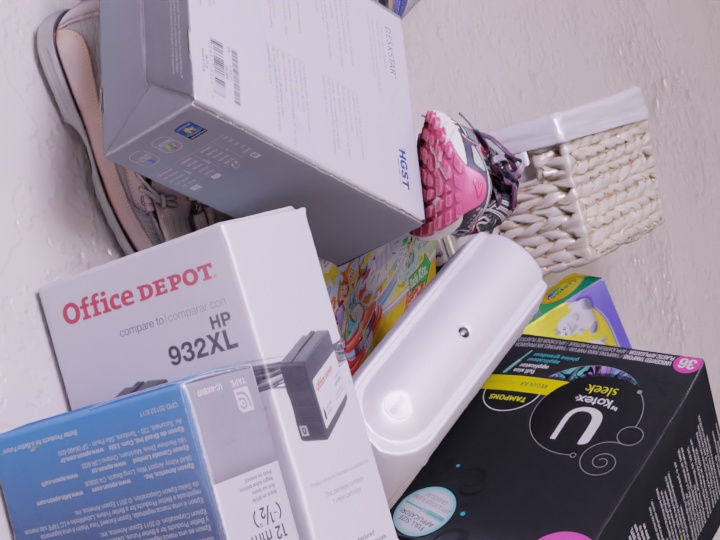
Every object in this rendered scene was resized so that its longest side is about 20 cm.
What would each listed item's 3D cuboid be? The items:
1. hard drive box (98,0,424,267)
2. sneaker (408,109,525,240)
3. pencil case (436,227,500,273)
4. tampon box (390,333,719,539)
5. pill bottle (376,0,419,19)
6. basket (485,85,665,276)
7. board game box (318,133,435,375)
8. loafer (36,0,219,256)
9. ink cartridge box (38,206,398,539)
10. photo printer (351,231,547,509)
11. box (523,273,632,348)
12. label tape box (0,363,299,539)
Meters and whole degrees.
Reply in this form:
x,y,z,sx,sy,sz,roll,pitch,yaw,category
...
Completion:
x,y,z,sx,sy,sz,roll,pitch,yaw,category
-0.057,-0.112,0.994,0.199,0.076,0.157,25,49,-43,hard drive box
0.070,-0.060,1.084,0.200,0.074,0.082,-70,168,-84,sneaker
0.081,-0.005,1.296,0.089,0.077,0.202,-68,138,-80,pencil case
0.134,0.159,1.101,0.200,0.149,0.127,-50,132,-38,tampon box
0.000,-0.234,1.244,0.113,0.111,0.200,62,33,-18,pill bottle
0.161,-0.069,1.398,0.200,0.135,0.125,-23,97,-58,basket
0.000,0.000,1.160,0.200,0.034,0.136,-43,137,-55,board game box
-0.127,-0.071,1.019,0.201,0.062,0.072,64,32,-15,loafer
-0.081,0.081,0.944,0.083,0.144,0.202,-14,88,-57,ink cartridge box
0.025,0.086,1.073,0.069,0.167,0.200,38,53,4,photo printer
0.115,0.100,1.243,0.199,0.048,0.118,-31,106,-18,box
-0.101,0.164,0.876,0.066,0.142,0.202,-16,89,-57,label tape box
